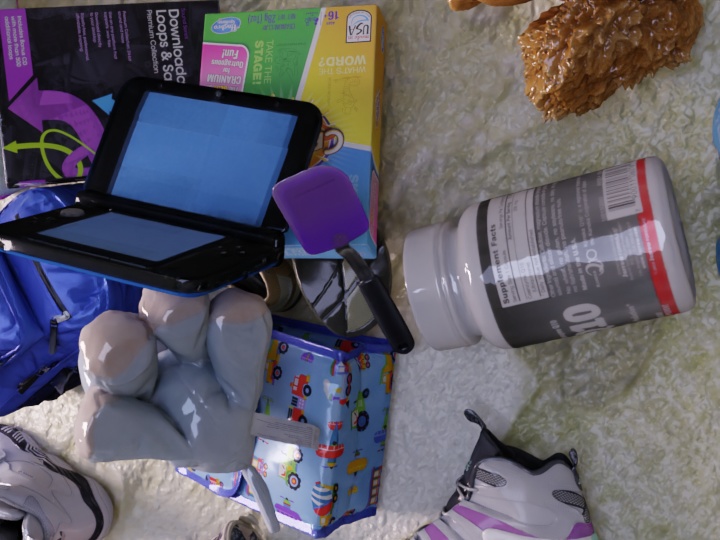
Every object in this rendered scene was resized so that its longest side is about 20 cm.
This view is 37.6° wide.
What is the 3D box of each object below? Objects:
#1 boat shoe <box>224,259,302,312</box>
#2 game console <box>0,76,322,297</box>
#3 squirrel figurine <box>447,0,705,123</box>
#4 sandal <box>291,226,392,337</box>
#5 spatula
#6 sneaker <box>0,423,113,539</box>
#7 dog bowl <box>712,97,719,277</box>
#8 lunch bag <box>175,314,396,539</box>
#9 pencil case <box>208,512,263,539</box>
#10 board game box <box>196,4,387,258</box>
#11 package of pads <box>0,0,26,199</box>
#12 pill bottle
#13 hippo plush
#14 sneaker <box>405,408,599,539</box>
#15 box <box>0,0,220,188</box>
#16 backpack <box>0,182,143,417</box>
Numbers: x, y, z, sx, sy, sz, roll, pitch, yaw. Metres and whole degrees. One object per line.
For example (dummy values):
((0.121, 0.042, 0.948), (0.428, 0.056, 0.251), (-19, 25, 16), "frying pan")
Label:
((-0.137, -0.036, 0.918), (0.199, 0.076, 0.072), (33, 103, 17), "boat shoe")
((-0.153, -0.071, 0.793), (0.197, 0.170, 0.120), (12, 108, 25), "game console")
((0.154, -0.205, 0.735), (0.140, 0.186, 0.203), (5, 117, 48), "squirrel figurine")
((-0.031, -0.040, 0.890), (0.079, 0.057, 0.203), (-28, 73, 3), "sandal")
((0.000, 0.000, 0.807), (0.056, 0.201, 0.021), (-23, 43, 11), "spatula")
((-0.336, 0.204, 0.983), (0.198, 0.115, 0.076), (23, 99, 19), "sneaker")
((0.311, -0.059, 0.760), (0.110, 0.049, 0.204), (-1, 91, 21), "dog bowl")
((-0.080, 0.118, 0.909), (0.198, 0.094, 0.153), (11, 98, 32), "lunch bag")
((-0.165, 0.292, 0.941), (0.198, 0.078, 0.090), (-31, 58, 19), "pencil case")
((-0.058, -0.111, 0.861), (0.150, 0.040, 0.204), (-1, 76, 12), "board game box")
((-0.347, -0.166, 0.961), (0.154, 0.067, 0.204), (180, 87, -64), "package of pads")
((0.140, -0.005, 0.794), (0.197, 0.114, 0.116), (-14, 87, 21), "pill bottle")
((-0.138, 0.077, 0.838), (0.198, 0.161, 0.161), (26, 90, -25), "hippo plush")
((0.085, 0.183, 0.848), (0.197, 0.078, 0.142), (-10, 87, 11), "sneaker")
((-0.209, -0.153, 0.905), (0.197, 0.036, 0.146), (-8, 90, -19), "box")
((-0.282, 0.025, 0.928), (0.199, 0.168, 0.164), (-32, 87, 21), "backpack")
